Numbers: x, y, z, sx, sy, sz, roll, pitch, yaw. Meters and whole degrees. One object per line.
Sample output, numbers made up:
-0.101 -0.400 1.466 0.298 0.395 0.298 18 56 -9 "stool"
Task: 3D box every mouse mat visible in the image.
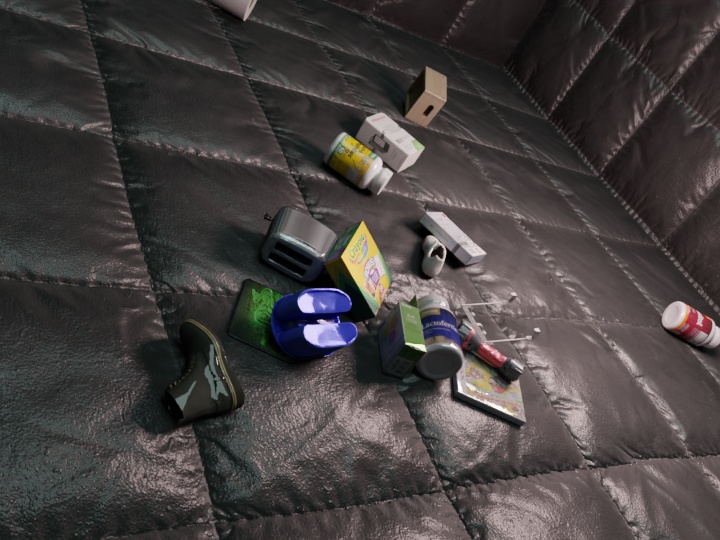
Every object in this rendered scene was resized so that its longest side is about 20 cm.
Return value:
-0.199 0.106 1.559 0.160 0.008 0.201 26 32 -13 "mouse mat"

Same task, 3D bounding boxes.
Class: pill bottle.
0.181 0.157 1.735 0.115 0.116 0.201 22 34 -19 "pill bottle"
1.217 0.204 2.610 0.199 0.113 0.113 28 33 -12 "pill bottle"
-0.004 -0.323 2.190 0.200 0.113 0.113 36 32 2 "pill bottle"

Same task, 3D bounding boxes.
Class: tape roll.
-0.451 -1.057 2.655 0.139 0.203 0.203 26 33 -11 "tape roll"

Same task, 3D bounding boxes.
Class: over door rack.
0.366 0.149 1.941 0.199 0.067 0.148 -10 50 -22 "over door rack"

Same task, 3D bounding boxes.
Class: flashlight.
0.323 0.205 1.805 0.199 0.068 0.068 35 31 2 "flashlight"

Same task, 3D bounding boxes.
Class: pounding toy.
0.266 -0.680 2.858 0.141 0.200 0.185 22 49 -19 "pounding toy"

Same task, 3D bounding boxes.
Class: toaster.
-0.156 -0.064 1.720 0.199 0.114 0.130 30 35 -12 "toaster"

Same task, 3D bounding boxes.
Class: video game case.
0.317 0.280 1.784 0.199 0.023 0.183 26 34 -14 "video game case"

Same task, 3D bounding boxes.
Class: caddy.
-0.103 0.114 1.540 0.199 0.105 0.142 2 70 -46 "caddy"

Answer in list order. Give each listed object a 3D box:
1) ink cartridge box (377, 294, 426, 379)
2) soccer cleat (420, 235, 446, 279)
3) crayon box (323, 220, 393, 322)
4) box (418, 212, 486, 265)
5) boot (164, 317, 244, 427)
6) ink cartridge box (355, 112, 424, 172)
0.093 0.145 1.681 0.059 0.104 0.201 22 35 -20 "ink cartridge box"
0.221 -0.056 2.072 0.070 0.087 0.200 27 33 -11 "soccer cleat"
0.000 0.000 1.754 0.173 0.058 0.200 61 26 -19 "crayon box"
0.287 -0.102 2.204 0.200 0.041 0.156 46 20 15 "box"
-0.315 0.181 1.301 0.138 0.078 0.200 -14 55 -44 "boot"
0.103 -0.445 2.471 0.200 0.084 0.145 41 32 9 "ink cartridge box"
